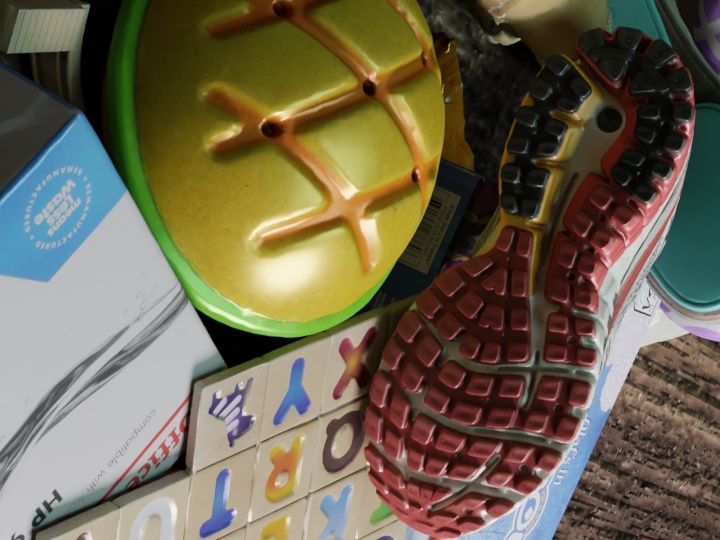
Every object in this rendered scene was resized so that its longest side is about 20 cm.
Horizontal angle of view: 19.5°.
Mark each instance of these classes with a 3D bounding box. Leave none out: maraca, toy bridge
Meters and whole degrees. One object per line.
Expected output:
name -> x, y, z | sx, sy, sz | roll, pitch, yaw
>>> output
maraca -> -0.028, -0.076, 0.728 | 0.137, 0.107, 0.200 | 14, 75, -42
toy bridge -> -0.125, -0.003, 0.720 | 0.067, 0.027, 0.200 | -11, 124, -53

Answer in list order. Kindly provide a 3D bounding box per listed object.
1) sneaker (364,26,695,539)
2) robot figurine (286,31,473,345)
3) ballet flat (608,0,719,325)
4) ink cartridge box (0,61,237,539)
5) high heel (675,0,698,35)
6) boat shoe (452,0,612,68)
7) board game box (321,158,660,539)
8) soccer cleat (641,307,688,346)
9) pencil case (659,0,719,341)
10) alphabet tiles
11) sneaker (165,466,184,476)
sneaker -> 0.072, 0.011, 0.776 | 0.200, 0.078, 0.082 | -60, 163, 4
robot figurine -> 0.000, 0.000, 0.881 | 0.145, 0.058, 0.200 | -37, 140, -35
ballet flat -> 0.136, -0.066, 0.928 | 0.067, 0.200, 0.064 | -23, 161, 15
ink cartridge box -> -0.113, 0.035, 0.676 | 0.116, 0.067, 0.200 | -50, 147, -18
high heel -> 0.171, -0.103, 1.047 | 0.200, 0.067, 0.096 | -27, 128, -24
boat shoe -> 0.070, -0.112, 0.778 | 0.072, 0.076, 0.200 | -30, -172, 2
board game box -> 0.042, 0.064, 0.891 | 0.199, 0.043, 0.200 | 17, 98, -59
soccer cleat -> 0.102, 0.023, 1.050 | 0.200, 0.069, 0.078 | 1, 118, -49
pencil case -> 0.190, -0.060, 0.978 | 0.085, 0.084, 0.200 | 0, 119, -6
alphabet tiles -> -0.044, 0.105, 0.752 | 0.200, 0.008, 0.167 | -21, 128, -47
sneaker -> -0.109, 0.168, 0.856 | 0.087, 0.074, 0.200 | 22, 89, -49
